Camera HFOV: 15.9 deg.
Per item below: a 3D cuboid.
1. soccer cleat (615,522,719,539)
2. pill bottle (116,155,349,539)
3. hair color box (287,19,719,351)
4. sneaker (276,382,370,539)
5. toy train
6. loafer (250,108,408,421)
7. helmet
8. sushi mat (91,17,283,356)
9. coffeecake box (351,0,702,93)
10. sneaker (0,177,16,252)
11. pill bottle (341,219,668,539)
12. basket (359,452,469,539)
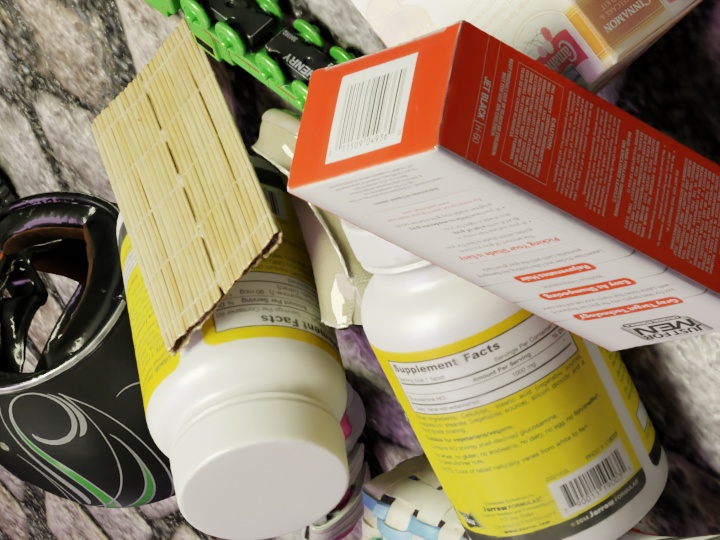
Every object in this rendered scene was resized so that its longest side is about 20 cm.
[{"bbox_3d":[0.142,0.169,1.297,0.200,0.085,0.069,-7,114,34],"label":"soccer cleat"},{"bbox_3d":[-0.070,0.043,1.445,0.114,0.114,0.200,89,171,-52],"label":"pill bottle"},{"bbox_3d":[0.078,-0.031,1.107,0.200,0.061,0.101,27,155,-34],"label":"hair color box"},{"bbox_3d":[-0.027,0.126,1.634,0.088,0.081,0.200,48,162,2],"label":"sneaker"},{"bbox_3d":[-0.070,-0.135,1.405,0.200,0.042,0.056,39,162,28],"label":"toy train"},{"bbox_3d":[0.000,0.000,1.399,0.200,0.068,0.076,52,178,2],"label":"loafer"},{"bbox_3d":[-0.157,0.058,1.629,0.200,0.200,0.191,28,167,42],"label":"helmet"},{"bbox_3d":[-0.099,-0.050,1.427,0.012,0.096,0.200,28,-154,-39],"label":"sushi mat"},{"bbox_3d":[0.045,-0.160,1.127,0.200,0.073,0.154,53,155,2],"label":"coffeecake box"},{"bbox_3d":[-0.311,-0.085,1.843,0.075,0.081,0.200,31,148,43],"label":"sneaker"},{"bbox_3d":[0.069,0.042,1.301,0.112,0.112,0.200,8,130,57],"label":"pill bottle"},{"bbox_3d":[0.075,0.205,1.470,0.176,0.139,0.201,19,129,50],"label":"basket"}]
